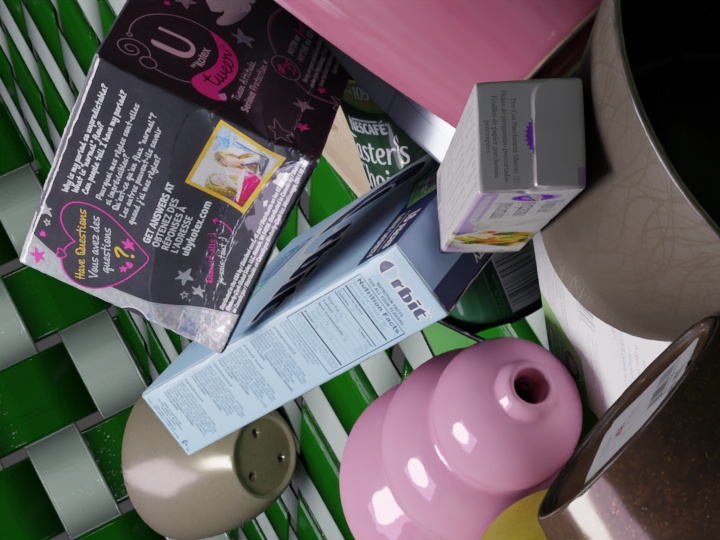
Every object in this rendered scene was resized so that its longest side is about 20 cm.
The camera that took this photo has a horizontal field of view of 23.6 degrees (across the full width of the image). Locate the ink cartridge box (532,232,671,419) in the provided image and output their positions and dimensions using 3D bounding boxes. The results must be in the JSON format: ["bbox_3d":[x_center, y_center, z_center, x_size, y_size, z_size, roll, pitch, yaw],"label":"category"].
[{"bbox_3d":[0.164,0.049,0.819,0.200,0.067,0.118,50,161,45],"label":"ink cartridge box"}]

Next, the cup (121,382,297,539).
[{"bbox_3d":[-0.157,0.216,2.005,0.142,0.200,0.202,-5,113,45],"label":"cup"}]

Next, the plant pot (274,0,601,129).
[{"bbox_3d":[0.035,-0.161,0.726,0.179,0.200,0.200,47,163,4],"label":"plant pot"}]

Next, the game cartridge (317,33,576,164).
[{"bbox_3d":[0.034,-0.130,0.856,0.201,0.132,0.041,55,137,29],"label":"game cartridge"}]

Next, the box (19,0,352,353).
[{"bbox_3d":[-0.077,-0.081,0.861,0.201,0.114,0.133,-73,10,-54],"label":"box"}]

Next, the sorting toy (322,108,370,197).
[{"bbox_3d":[-0.023,-0.168,1.188,0.185,0.036,0.201,51,155,42],"label":"sorting toy"}]

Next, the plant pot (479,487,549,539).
[{"bbox_3d":[0.118,0.189,0.843,0.143,0.198,0.201,-100,-2,-49],"label":"plant pot"}]

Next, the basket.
[{"bbox_3d":[0.141,-0.044,0.637,0.181,0.136,0.200,52,168,2],"label":"basket"}]

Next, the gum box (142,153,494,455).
[{"bbox_3d":[0.000,0.000,0.888,0.199,0.170,0.045,-30,102,41],"label":"gum box"}]

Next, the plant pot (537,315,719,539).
[{"bbox_3d":[0.164,0.115,0.582,0.200,0.187,0.187,42,163,2],"label":"plant pot"}]

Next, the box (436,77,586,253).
[{"bbox_3d":[0.056,-0.036,0.681,0.200,0.038,0.042,100,167,-84],"label":"box"}]

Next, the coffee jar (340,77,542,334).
[{"bbox_3d":[0.045,-0.070,0.998,0.104,0.085,0.202,22,135,64],"label":"coffee jar"}]

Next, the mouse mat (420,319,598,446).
[{"bbox_3d":[0.124,0.103,0.993,0.199,0.008,0.162,23,152,39],"label":"mouse mat"}]

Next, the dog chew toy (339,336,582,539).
[{"bbox_3d":[0.061,0.099,0.934,0.125,0.124,0.200,60,155,16],"label":"dog chew toy"}]
